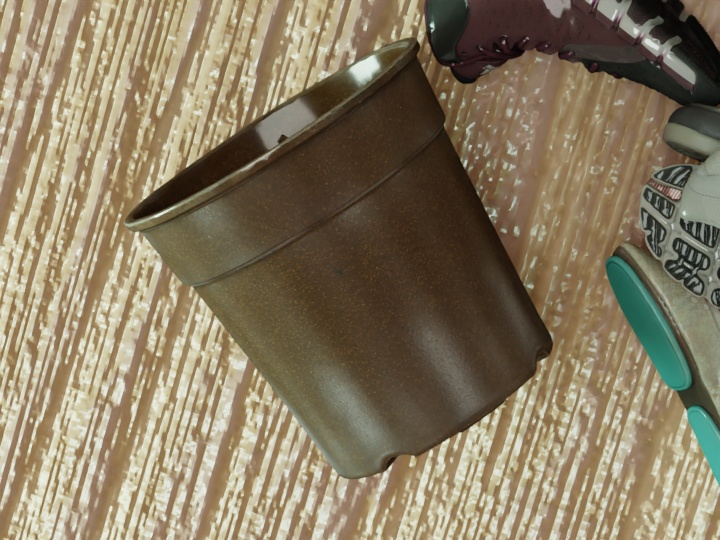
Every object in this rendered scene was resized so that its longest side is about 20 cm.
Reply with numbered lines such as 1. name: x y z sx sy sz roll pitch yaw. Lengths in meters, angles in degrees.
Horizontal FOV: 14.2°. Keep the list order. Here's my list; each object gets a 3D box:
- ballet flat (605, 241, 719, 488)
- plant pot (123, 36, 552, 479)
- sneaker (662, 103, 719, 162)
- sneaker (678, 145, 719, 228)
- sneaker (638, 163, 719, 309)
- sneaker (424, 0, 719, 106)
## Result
1. ballet flat: 0.214 0.063 1.711 0.062 0.067 0.200 -29 96 -15
2. plant pot: 0.000 0.000 1.674 0.200 0.200 0.198 -31 98 13
3. sneaker: 0.273 -0.101 1.652 0.200 0.075 0.106 7 94 -14
4. sneaker: 0.260 -0.001 1.601 0.092 0.076 0.200 -39 101 26
5. sneaker: 0.250 -0.006 1.670 0.200 0.085 0.077 22 97 -5
6. sneaker: 0.114 -0.137 1.696 0.200 0.076 0.116 42 115 6
